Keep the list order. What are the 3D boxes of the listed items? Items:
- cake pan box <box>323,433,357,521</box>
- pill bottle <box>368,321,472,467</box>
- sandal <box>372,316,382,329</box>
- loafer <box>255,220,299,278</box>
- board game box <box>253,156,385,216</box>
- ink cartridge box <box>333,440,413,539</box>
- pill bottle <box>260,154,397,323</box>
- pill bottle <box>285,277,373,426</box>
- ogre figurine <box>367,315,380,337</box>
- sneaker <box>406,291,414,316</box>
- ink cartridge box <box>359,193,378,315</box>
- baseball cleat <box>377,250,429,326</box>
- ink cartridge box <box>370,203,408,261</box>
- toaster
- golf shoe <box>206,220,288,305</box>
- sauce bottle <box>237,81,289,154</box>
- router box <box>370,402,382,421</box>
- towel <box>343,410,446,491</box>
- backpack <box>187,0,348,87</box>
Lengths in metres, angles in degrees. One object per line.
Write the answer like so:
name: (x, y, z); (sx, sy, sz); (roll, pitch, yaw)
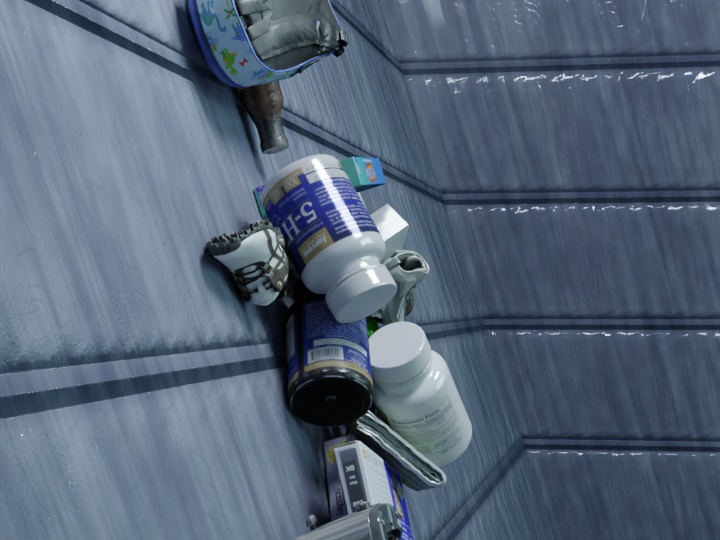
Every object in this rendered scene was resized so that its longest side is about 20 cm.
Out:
cake pan box: (0.011, 0.350, 1.730); (0.200, 0.052, 0.185); (58, 21, -52)
pill bottle: (0.076, 0.173, 1.748); (0.115, 0.114, 0.200); (-92, 163, -51)
sandal: (0.065, 0.112, 1.954); (0.200, 0.045, 0.075); (40, -8, 34)
loafer: (-0.088, -0.034, 1.744); (0.200, 0.063, 0.072); (30, 46, -68)
board game box: (-0.055, -0.123, 1.826); (0.200, 0.152, 0.045); (-20, 94, -78)
ink cartridge box: (0.030, 0.337, 1.607); (0.198, 0.043, 0.201); (52, 21, -63)
pill bottle: (-0.037, -0.039, 1.632); (0.200, 0.119, 0.120); (60, 7, 21)
pill bottle: (-0.044, 0.097, 1.671); (0.112, 0.111, 0.201); (61, 17, -44)
ogre figurine: (-0.002, 0.133, 1.816); (0.120, 0.200, 0.098); (64, -31, 3)
sneaker: (0.006, 0.000, 1.989); (0.200, 0.077, 0.089); (43, -7, 5)
ink cartridge box: (-0.006, -0.033, 2.128); (0.116, 0.066, 0.200); (-89, 160, -54)
baseball cleat: (0.058, 0.030, 1.791); (0.070, 0.106, 0.200); (58, 3, 17)
ink cartridge box: (0.000, 0.000, 1.814); (0.050, 0.109, 0.200); (46, -28, 18)
toaster: (-0.004, 0.371, 1.434); (0.114, 0.129, 0.201); (5, 68, -76)
golf shoe: (-0.125, -0.006, 1.528); (0.200, 0.077, 0.095); (9, 65, -76)
sauce bottle: (-0.149, -0.268, 1.811); (0.066, 0.066, 0.201); (17, 59, -76)
router box: (0.018, 0.190, 1.971); (0.200, 0.052, 0.158); (53, 23, -59)
towel: (0.042, 0.258, 1.736); (0.149, 0.031, 0.200); (40, -15, 3)
backpack: (-0.142, -0.339, 1.691); (0.200, 0.147, 0.184); (-40, 113, -52)
